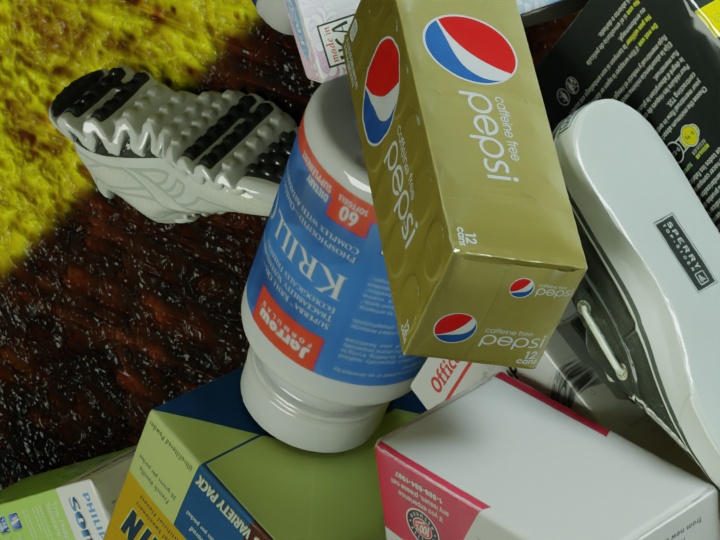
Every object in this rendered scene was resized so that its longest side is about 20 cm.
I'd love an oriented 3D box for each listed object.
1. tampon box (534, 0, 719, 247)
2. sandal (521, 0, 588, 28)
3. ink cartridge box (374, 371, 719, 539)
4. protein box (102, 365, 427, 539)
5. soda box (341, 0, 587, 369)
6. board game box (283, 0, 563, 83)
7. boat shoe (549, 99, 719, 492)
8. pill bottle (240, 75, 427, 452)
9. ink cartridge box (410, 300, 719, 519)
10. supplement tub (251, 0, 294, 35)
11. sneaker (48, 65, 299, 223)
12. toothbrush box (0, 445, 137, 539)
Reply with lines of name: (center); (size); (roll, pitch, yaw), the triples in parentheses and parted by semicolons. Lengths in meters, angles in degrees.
tampon box: (0.203, -0.063, 1.292); (0.200, 0.150, 0.126); (52, 140, 12)
sandal: (0.058, -0.127, 1.485); (0.199, 0.082, 0.055); (-13, 123, 42)
ink cartridge box: (0.091, 0.170, 1.286); (0.145, 0.084, 0.201); (28, 136, 44)
protein box: (-0.033, 0.154, 1.616); (0.135, 0.198, 0.201); (45, 136, 23)
soda box: (0.043, -0.053, 1.254); (0.201, 0.064, 0.068); (-102, 26, -42)
board game box: (0.040, -0.216, 1.353); (0.043, 0.198, 0.201); (-146, 37, -77)
boat shoe: (0.136, 0.023, 1.247); (0.064, 0.070, 0.201); (-40, 73, 51)
pill bottle: (0.000, 0.000, 1.485); (0.112, 0.112, 0.201); (41, 134, 24)
ink cartridge box: (0.097, 0.061, 1.342); (0.200, 0.067, 0.116); (53, 147, 17)
supplement tub: (-0.034, -0.239, 1.454); (0.201, 0.144, 0.144); (59, 139, 6)
sneaker: (-0.098, -0.063, 1.681); (0.199, 0.075, 0.081); (20, 137, 42)
toothbrush box: (-0.176, 0.205, 1.881); (0.200, 0.086, 0.146); (-20, 95, 50)
